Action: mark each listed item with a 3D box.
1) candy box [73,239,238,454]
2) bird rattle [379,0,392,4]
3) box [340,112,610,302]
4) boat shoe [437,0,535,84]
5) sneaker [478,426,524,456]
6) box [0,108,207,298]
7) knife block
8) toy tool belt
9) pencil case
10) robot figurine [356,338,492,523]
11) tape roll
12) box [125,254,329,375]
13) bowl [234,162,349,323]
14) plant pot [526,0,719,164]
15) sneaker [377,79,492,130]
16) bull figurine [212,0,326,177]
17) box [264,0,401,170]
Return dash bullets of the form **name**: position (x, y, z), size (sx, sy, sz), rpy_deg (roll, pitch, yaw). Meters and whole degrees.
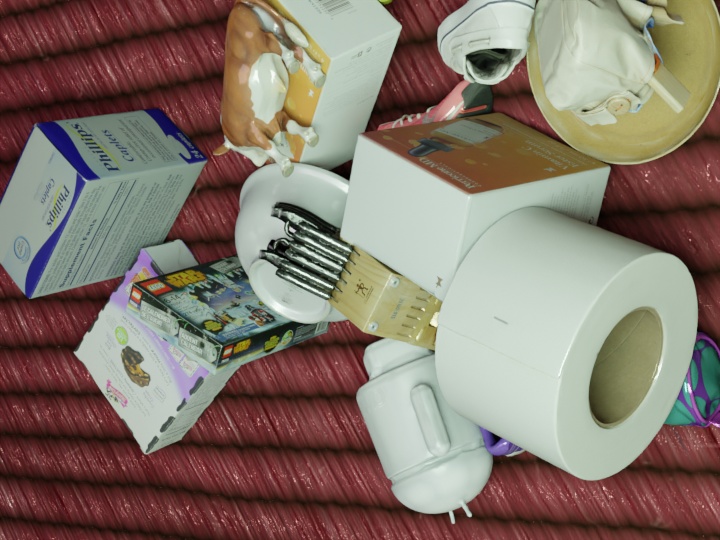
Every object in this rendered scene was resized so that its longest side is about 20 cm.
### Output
- **candy box**: position (-0.241, 0.094, 1.660), size (0.168, 0.071, 0.200), rpy_deg (51, 124, 16)
- **bird rattle**: position (0.035, -0.362, 1.306), size (0.111, 0.163, 0.203), rpy_deg (-14, 101, 19)
- **box**: position (0.107, -0.064, 1.266), size (0.152, 0.198, 0.108), rpy_deg (32, 122, 38)
- **boat shoe**: position (0.118, -0.206, 1.267), size (0.200, 0.071, 0.067), rpy_deg (155, 118, -75)
- **sneaker**: position (0.131, 0.089, 1.375), size (0.080, 0.083, 0.203), rpy_deg (-20, 87, 37)
- **box**: position (-0.309, -0.082, 1.590), size (0.105, 0.199, 0.185), rpy_deg (46, 123, 20)
- **knife block**: position (0.000, 0.000, 1.336), size (0.175, 0.198, 0.065), rpy_deg (40, 107, 44)
- **toy tool belt**: position (0.219, -0.216, 1.189), size (0.126, 0.121, 0.202), rpy_deg (112, 164, -45)
- **pencil case**: position (0.244, 0.115, 1.295), size (0.198, 0.085, 0.094), rpy_deg (-12, 97, 37)
- **robot figurine**: position (0.067, 0.164, 1.412), size (0.112, 0.170, 0.202), rpy_deg (-22, 79, -3)
- **tape roll**: position (0.179, 0.061, 1.178), size (0.138, 0.201, 0.206), rpy_deg (24, 114, 42)
- **box**: position (-0.140, 0.042, 1.491), size (0.136, 0.199, 0.040), rpy_deg (31, 117, 26)
- **bowl**: position (-0.057, -0.010, 1.427), size (0.199, 0.091, 0.202), rpy_deg (20, 143, 15)
- **plant pot**: position (0.246, -0.201, 1.259), size (0.198, 0.027, 0.203), rpy_deg (9, 105, 36)
- **sneaker**: position (0.054, -0.132, 1.389), size (0.087, 0.073, 0.201), rpy_deg (51, 124, 20)
- **bull figurine**: position (-0.095, -0.167, 1.331), size (0.121, 0.065, 0.202), rpy_deg (34, 141, 30)
- **box**: position (-0.053, -0.204, 1.395), size (0.125, 0.097, 0.201), rpy_deg (48, 146, 20)
